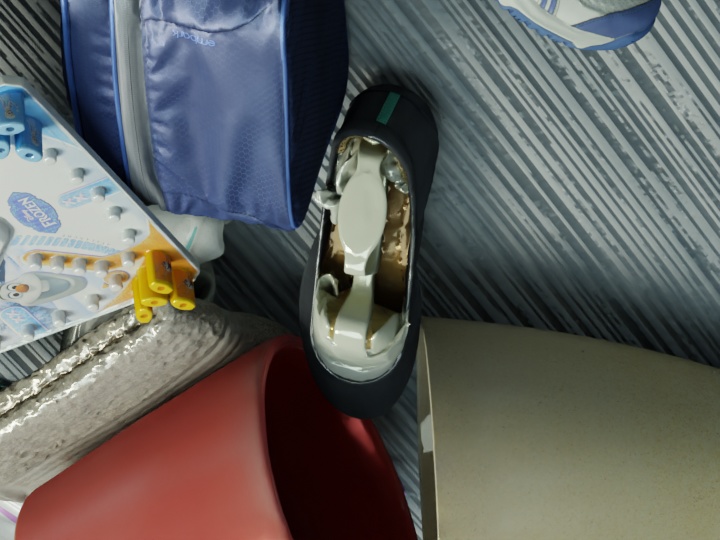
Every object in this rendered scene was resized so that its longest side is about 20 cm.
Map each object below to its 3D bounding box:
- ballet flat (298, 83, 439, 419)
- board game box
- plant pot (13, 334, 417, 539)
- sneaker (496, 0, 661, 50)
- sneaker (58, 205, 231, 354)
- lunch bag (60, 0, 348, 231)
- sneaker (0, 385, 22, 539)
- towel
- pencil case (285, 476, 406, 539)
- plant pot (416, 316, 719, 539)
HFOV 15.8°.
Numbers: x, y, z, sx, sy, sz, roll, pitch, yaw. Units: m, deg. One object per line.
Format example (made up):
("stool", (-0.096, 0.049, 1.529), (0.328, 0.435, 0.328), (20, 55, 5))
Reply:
("ballet flat", (0.000, 0.000, 1.383), (0.073, 0.073, 0.201), (11, 116, 6))
("board game box", (-0.207, -0.003, 1.282), (0.199, 0.026, 0.200), (-20, 146, 14))
("plant pot", (-0.083, 0.158, 1.446), (0.176, 0.201, 0.201), (-22, 125, 18))
("sneaker", (0.081, -0.184, 1.216), (0.200, 0.076, 0.088), (39, 131, -22))
("sneaker", (-0.129, 0.025, 1.489), (0.080, 0.071, 0.201), (13, 139, -10))
("lunch bag", (-0.082, -0.117, 1.286), (0.131, 0.136, 0.201), (9, 137, 9))
("sneaker", (-0.172, 0.153, 1.629), (0.199, 0.078, 0.140), (20, 138, 11))
("towel", (-0.147, 0.077, 1.473), (0.199, 0.035, 0.132), (-33, 157, 21))
("pencil case", (-0.044, 0.186, 1.617), (0.085, 0.084, 0.200), (-10, 149, -33))
("plant pot", (0.135, 0.115, 1.440), (0.198, 0.188, 0.188), (-2, 135, -2))
